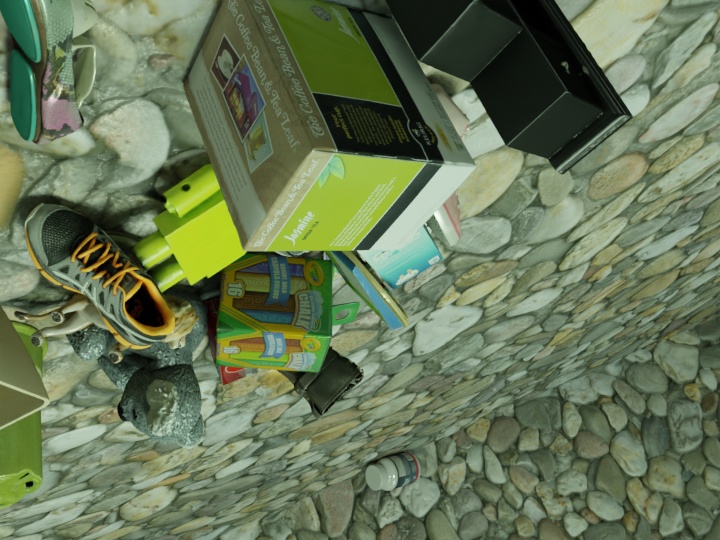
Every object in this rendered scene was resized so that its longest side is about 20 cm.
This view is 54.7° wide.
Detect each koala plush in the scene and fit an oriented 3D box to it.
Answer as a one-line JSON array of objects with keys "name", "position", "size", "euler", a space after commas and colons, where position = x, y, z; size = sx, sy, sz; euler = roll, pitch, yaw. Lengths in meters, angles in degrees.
[{"name": "koala plush", "position": [-0.277, 0.145, 0.961], "size": [0.182, 0.202, 0.178], "euler": [-22, 155, -8]}]

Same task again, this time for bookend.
[{"name": "bookend", "position": [0.134, -0.212, 0.667], "size": [0.198, 0.201, 0.092], "euler": [4, 145, -46]}]

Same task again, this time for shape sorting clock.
[{"name": "shape sorting clock", "position": [0.000, 0.000, 0.955], "size": [0.039, 0.200, 0.200], "euler": [-39, 156, -7]}]

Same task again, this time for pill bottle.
[{"name": "pill bottle", "position": [0.119, 0.757, 2.610], "size": [0.198, 0.121, 0.120], "euler": [-1, 146, -42]}]

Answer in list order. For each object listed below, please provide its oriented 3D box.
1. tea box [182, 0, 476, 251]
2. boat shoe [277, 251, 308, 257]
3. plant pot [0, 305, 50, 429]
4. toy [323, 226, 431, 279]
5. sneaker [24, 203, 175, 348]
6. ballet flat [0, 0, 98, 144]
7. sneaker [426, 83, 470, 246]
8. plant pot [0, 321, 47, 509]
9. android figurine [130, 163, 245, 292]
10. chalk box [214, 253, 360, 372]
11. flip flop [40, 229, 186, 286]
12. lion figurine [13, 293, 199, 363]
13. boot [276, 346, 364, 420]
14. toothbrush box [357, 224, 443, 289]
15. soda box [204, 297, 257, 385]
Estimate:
[{"name": "tea box", "position": [-0.033, -0.137, 0.653], "size": [0.195, 0.202, 0.134], "euler": [-1, 146, -40]}, {"name": "boat shoe", "position": [-0.074, -0.048, 0.831], "size": [0.074, 0.093, 0.200], "euler": [-37, 157, -9]}, {"name": "plant pot", "position": [-0.458, 0.071, 0.674], "size": [0.198, 0.179, 0.200], "euler": [-25, 156, -1]}, {"name": "toy", "position": [0.037, -0.029, 1.107], "size": [0.197, 0.048, 0.116], "euler": [-20, 156, -12]}, {"name": "sneaker", "position": [-0.273, 0.004, 0.755], "size": [0.077, 0.079, 0.201], "euler": [-5, 133, 46]}, {"name": "ballet flat", "position": [-0.243, -0.178, 0.548], "size": [0.071, 0.069, 0.200], "euler": [-32, 165, -32]}, {"name": "sneaker", "position": [0.103, -0.132, 0.855], "size": [0.104, 0.075, 0.202], "euler": [-32, 115, -7]}, {"name": "plant pot", "position": [-0.482, 0.196, 0.880], "size": [0.198, 0.192, 0.201], "euler": [-22, 155, -11]}, {"name": "android figurine", "position": [-0.173, -0.056, 0.831], "size": [0.199, 0.041, 0.183], "euler": [-37, 158, -14]}, {"name": "chalk box", "position": [-0.101, 0.063, 0.985], "size": [0.197, 0.126, 0.125], "euler": [5, 148, -9]}, {"name": "flip flop", "position": [-0.285, 0.002, 0.848], "size": [0.081, 0.058, 0.199], "euler": [-38, 153, 24]}, {"name": "lion figurine", "position": [-0.313, 0.056, 0.875], "size": [0.123, 0.197, 0.073], "euler": [-59, 164, -62]}, {"name": "boot", "position": [-0.067, 0.118, 1.079], "size": [0.200, 0.173, 0.070], "euler": [-49, 166, -37]}, {"name": "toothbrush box", "position": [0.016, -0.083, 0.866], "size": [0.085, 0.148, 0.200], "euler": [-31, 154, 8]}, {"name": "soda box", "position": [-0.208, 0.112, 1.127], "size": [0.069, 0.064, 0.201], "euler": [-18, 153, -18]}]
